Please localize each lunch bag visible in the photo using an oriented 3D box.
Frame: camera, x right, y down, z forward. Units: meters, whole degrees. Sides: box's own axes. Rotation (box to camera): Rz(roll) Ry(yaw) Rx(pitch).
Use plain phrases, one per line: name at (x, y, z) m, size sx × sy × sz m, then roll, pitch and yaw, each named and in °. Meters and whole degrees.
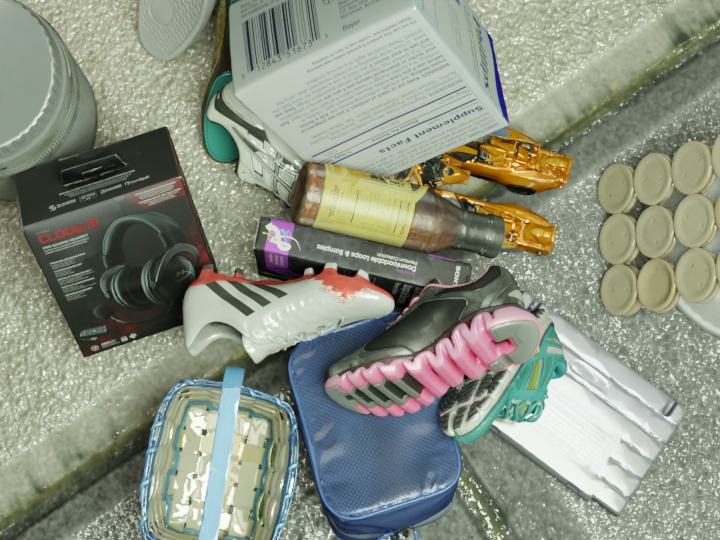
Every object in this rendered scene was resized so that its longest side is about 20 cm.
lunch bag at (0.016, 0.156, 1.278) m, size 0.134 × 0.133 × 0.203 m, roll -14°, pitch 71°, yaw -3°

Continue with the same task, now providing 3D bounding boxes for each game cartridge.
game cartridge at (0.201, 0.130, 1.339) m, size 0.199 × 0.038 × 0.130 m, roll 37°, pitch 87°, yaw 3°

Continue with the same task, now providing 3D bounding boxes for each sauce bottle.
sauce bottle at (0.036, -0.051, 1.278) m, size 0.197 × 0.066 × 0.067 m, roll 12°, pitch 82°, yaw -16°

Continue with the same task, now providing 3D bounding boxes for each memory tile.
memory tile at (0.297, -0.041, 1.293) m, size 0.017 × 0.199 × 0.156 m, roll 6°, pitch 78°, yaw -34°

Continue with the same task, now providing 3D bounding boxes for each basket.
basket at (-0.125, 0.177, 1.237) m, size 0.137 × 0.200 × 0.179 m, roll 11°, pitch 84°, yaw 0°

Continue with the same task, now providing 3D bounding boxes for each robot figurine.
robot figurine at (0.101, -0.088, 1.350) m, size 0.197 × 0.058 × 0.147 m, roll 14°, pitch 80°, yaw 0°

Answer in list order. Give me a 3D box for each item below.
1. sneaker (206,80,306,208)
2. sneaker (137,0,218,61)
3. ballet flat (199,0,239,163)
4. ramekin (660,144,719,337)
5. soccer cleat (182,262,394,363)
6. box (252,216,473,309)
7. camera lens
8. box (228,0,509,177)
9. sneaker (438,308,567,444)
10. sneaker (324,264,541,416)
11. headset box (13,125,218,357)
sneaker at (-0.074, -0.100, 1.335) m, size 0.087 × 0.076 × 0.201 m, roll -24°, pitch 108°, yaw 20°
sneaker at (-0.143, -0.300, 1.365) m, size 0.073 × 0.118 × 0.202 m, roll 37°, pitch 119°, yaw 10°
ballet flat at (-0.116, -0.205, 1.344) m, size 0.070 × 0.071 × 0.202 m, roll 12°, pitch 118°, yaw 0°
ramekin at (0.387, -0.035, 1.333) m, size 0.199 × 0.094 × 0.206 m, roll 0°, pitch 82°, yaw -1°
soccer cleat at (-0.067, 0.043, 1.230) m, size 0.197 × 0.069 × 0.086 m, roll 2°, pitch 65°, yaw 15°
box at (0.000, 0.000, 1.293) m, size 0.197 × 0.143 × 0.037 m, roll 12°, pitch 80°, yaw 0°
camera lens at (-0.333, -0.157, 1.275) m, size 0.157 × 0.200 × 0.163 m, roll 0°, pitch 82°, yaw -2°
box at (0.009, -0.184, 1.242) m, size 0.182 × 0.200 × 0.106 m, roll -21°, pitch 56°, yaw 21°
sneaker at (0.139, 0.103, 1.245) m, size 0.077 × 0.200 × 0.080 m, roll -24°, pitch 99°, yaw 38°
sneaker at (0.058, 0.057, 1.196) m, size 0.198 × 0.079 × 0.096 m, roll -22°, pitch 51°, yaw 14°
headset box at (-0.219, -0.030, 1.263) m, size 0.147 × 0.201 × 0.078 m, roll -18°, pitch 48°, yaw -5°
